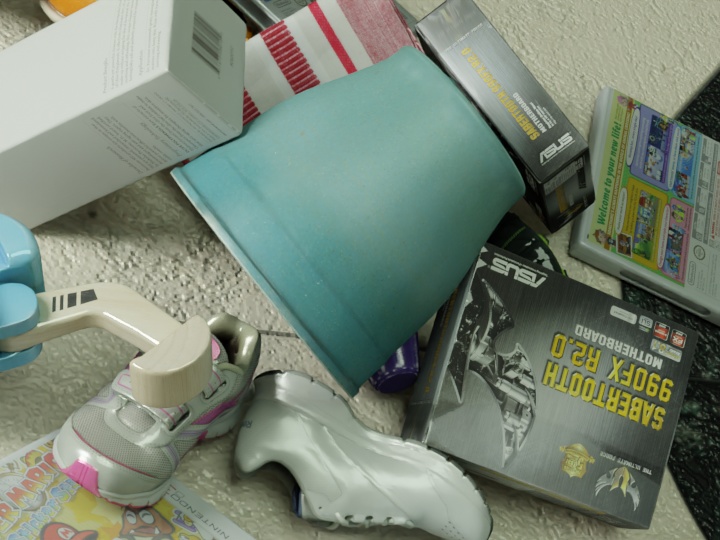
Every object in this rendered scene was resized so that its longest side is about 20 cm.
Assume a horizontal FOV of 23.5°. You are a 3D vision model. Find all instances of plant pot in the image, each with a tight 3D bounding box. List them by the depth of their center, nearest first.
[{"bbox_3d":[0.004,-0.047,1.198,0.188,0.200,0.200,-38,78,-2],"label":"plant pot"}]

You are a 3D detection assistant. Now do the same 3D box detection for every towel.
[{"bbox_3d":[-0.040,-0.116,1.297,0.200,0.023,0.144,-30,91,2],"label":"towel"}]

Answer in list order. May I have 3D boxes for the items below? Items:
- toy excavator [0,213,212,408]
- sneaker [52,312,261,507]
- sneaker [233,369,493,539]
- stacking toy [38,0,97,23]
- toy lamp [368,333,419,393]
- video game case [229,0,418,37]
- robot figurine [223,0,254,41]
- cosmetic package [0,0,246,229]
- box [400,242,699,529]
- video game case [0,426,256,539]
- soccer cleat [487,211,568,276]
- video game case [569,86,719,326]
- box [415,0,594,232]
[{"bbox_3d":[-0.213,0.023,1.091,0.200,0.100,0.195,-17,50,-17],"label":"toy excavator"},{"bbox_3d":[-0.129,0.081,1.132,0.081,0.088,0.200,31,29,8],"label":"sneaker"},{"bbox_3d":[-0.001,0.150,1.213,0.200,0.075,0.087,29,66,-5],"label":"sneaker"},{"bbox_3d":[-0.188,-0.281,1.254,0.146,0.200,0.146,-7,47,7],"label":"stacking toy"},{"bbox_3d":[0.000,0.000,1.319,0.058,0.058,0.200,1,56,-28],"label":"toy lamp"},{"bbox_3d":[-0.052,-0.239,1.444,0.182,0.022,0.200,43,29,5],"label":"video game case"},{"bbox_3d":[-0.123,-0.158,1.362,0.200,0.058,0.145,45,48,6],"label":"robot figurine"},{"bbox_3d":[-0.183,-0.118,1.198,0.085,0.200,0.108,40,40,-42],"label":"cosmetic package"},{"bbox_3d":[0.142,0.087,1.286,0.200,0.048,0.159,23,75,-19],"label":"box"},{"bbox_3d":[-0.158,0.175,1.059,0.182,0.023,0.200,35,27,15],"label":"video game case"},{"bbox_3d":[0.131,0.035,1.360,0.081,0.068,0.200,-21,72,-36],"label":"soccer cleat"},{"bbox_3d":[0.279,-0.054,1.535,0.182,0.022,0.200,25,50,-11],"label":"video game case"},{"bbox_3d":[0.119,-0.121,1.380,0.048,0.200,0.158,-38,78,1],"label":"box"}]
